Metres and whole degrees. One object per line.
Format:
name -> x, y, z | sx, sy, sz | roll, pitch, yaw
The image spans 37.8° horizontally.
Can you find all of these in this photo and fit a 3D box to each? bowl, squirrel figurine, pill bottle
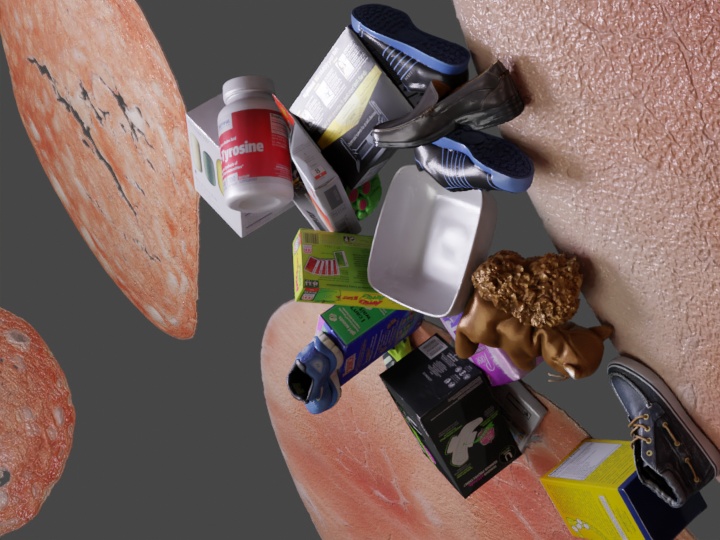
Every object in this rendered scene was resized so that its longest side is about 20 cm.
bowl -> 0.111, -0.042, 1.504 | 0.199, 0.074, 0.201 | 23, 101, 47
squirrel figurine -> 0.240, 0.066, 1.412 | 0.186, 0.141, 0.201 | 33, 150, 28
pill bottle -> -0.170, -0.202, 1.682 | 0.112, 0.111, 0.202 | 142, 123, -66

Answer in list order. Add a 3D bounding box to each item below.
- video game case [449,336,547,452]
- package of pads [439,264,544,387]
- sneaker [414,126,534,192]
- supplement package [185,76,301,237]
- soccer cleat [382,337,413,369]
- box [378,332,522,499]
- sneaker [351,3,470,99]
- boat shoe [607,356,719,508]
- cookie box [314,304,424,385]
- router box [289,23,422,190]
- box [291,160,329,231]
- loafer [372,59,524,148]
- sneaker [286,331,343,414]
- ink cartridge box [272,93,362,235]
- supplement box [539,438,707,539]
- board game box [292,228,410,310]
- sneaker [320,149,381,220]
video game case -> 0.215, 0.206, 1.760 | 0.200, 0.023, 0.182 | 46, 154, 20
package of pads -> 0.184, 0.077, 1.592 | 0.201, 0.075, 0.120 | 55, 159, 2
sneaker -> 0.147, -0.135, 1.377 | 0.200, 0.070, 0.078 | 36, 139, 41
supplement package -> -0.201, -0.200, 1.864 | 0.152, 0.150, 0.201 | 44, 153, 25
soccer cleat -> 0.070, 0.160, 1.933 | 0.081, 0.067, 0.201 | -131, 19, -59
box -> 0.145, 0.232, 1.686 | 0.148, 0.124, 0.201 | 42, 163, 56
sneaker -> 0.061, -0.281, 1.383 | 0.200, 0.070, 0.078 | 38, 143, 32
boat shoe -> 0.379, 0.210, 1.379 | 0.200, 0.091, 0.071 | 50, 155, 14
cookie box -> 0.019, 0.086, 1.754 | 0.075, 0.200, 0.171 | 47, 154, 18
router box -> 0.000, -0.236, 1.511 | 0.158, 0.052, 0.200 | 53, 139, 7
box -> -0.057, -0.087, 1.788 | 0.200, 0.048, 0.158 | 54, -176, 6
loafer -> 0.102, -0.206, 1.316 | 0.199, 0.073, 0.073 | -15, 111, 20
sneaker -> -0.084, 0.178, 1.708 | 0.079, 0.089, 0.201 | 45, 154, 26
ink cartridge box -> -0.082, -0.154, 1.614 | 0.200, 0.050, 0.162 | 50, 172, 30
supplement box -> 0.372, 0.317, 1.504 | 0.110, 0.109, 0.200 | 59, 156, -8
board game box -> 0.000, 0.000, 1.599 | 0.048, 0.199, 0.102 | 122, 148, -57
sneaker -> -0.018, -0.166, 1.686 | 0.084, 0.076, 0.201 | 48, 153, 51
